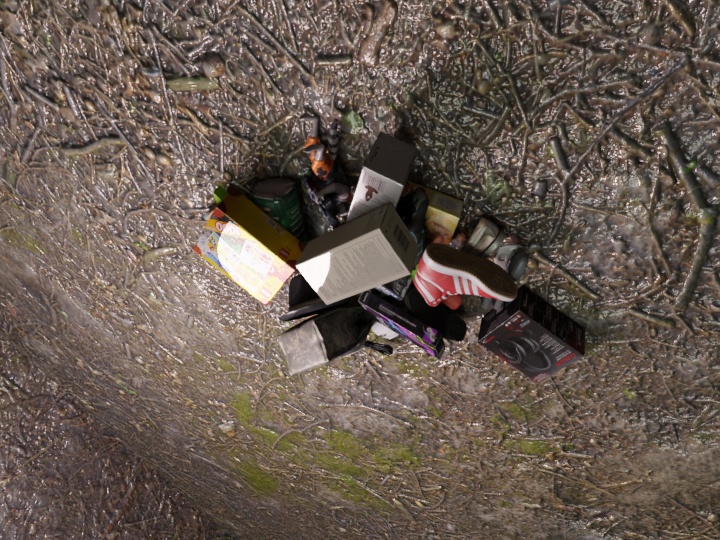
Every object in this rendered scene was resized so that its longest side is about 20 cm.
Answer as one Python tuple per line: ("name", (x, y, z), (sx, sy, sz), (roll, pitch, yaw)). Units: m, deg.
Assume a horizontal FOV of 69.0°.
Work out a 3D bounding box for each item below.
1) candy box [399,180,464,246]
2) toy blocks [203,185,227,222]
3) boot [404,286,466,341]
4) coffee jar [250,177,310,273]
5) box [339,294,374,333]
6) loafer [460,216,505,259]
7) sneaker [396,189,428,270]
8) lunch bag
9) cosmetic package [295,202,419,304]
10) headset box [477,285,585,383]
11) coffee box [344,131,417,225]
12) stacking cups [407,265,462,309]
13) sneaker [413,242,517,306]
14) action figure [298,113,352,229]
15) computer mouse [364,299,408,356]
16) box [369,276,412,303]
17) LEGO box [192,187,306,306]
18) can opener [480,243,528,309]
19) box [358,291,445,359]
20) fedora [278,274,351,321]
("candy box", (0.095, -0.111, 1.038), (0.193, 0.056, 0.118), (22, 137, 6))
("toy blocks", (-0.295, -0.090, 1.235), (0.200, 0.102, 0.135), (45, 146, -20))
("boot", (0.138, 0.107, 1.186), (0.198, 0.070, 0.129), (36, 157, -30))
("coffee jar", (-0.165, -0.092, 1.146), (0.101, 0.086, 0.205), (12, 133, 30))
("box", (-0.063, 0.090, 1.339), (0.192, 0.022, 0.167), (4, 134, 21))
("loafer", (0.206, -0.029, 1.059), (0.062, 0.072, 0.200), (39, 127, -5))
("sneaker", (0.097, -0.070, 0.998), (0.076, 0.077, 0.203), (7, 139, -14))
("lunch bag", (-0.073, 0.157, 1.256), (0.162, 0.197, 0.121), (-25, 86, 43))
("cosmetic package", (-0.007, -0.024, 0.908), (0.195, 0.074, 0.104), (-19, 121, 36))
("headset box", (0.378, 0.148, 1.143), (0.197, 0.078, 0.149), (34, 137, -7))
("coffee box", (0.027, -0.122, 0.939), (0.077, 0.116, 0.203), (23, 136, 2))
("stacking cups", (0.140, 0.013, 1.147), (0.197, 0.062, 0.060), (35, 137, -18))
("sneaker", (0.196, 0.029, 1.012), (0.194, 0.073, 0.114), (23, 137, -3))
("action figure", (-0.053, -0.173, 0.996), (0.102, 0.202, 0.196), (-27, 136, -4))
("computer mouse", (0.063, 0.145, 1.297), (0.106, 0.045, 0.202), (23, 132, -10))
("box", (0.000, 0.000, 1.155), (0.196, 0.051, 0.157), (33, 163, -9))
("LEGO box", (-0.231, -0.046, 1.097), (0.198, 0.078, 0.149), (38, 132, -10))
("can opener", (0.285, 0.020, 1.062), (0.050, 0.069, 0.203), (5, 144, 1))
("box", (0.093, 0.120, 1.156), (0.196, 0.037, 0.143), (31, 169, 21))
("fedora", (-0.114, 0.053, 1.215), (0.196, 0.197, 0.095), (-21, 82, 38))
